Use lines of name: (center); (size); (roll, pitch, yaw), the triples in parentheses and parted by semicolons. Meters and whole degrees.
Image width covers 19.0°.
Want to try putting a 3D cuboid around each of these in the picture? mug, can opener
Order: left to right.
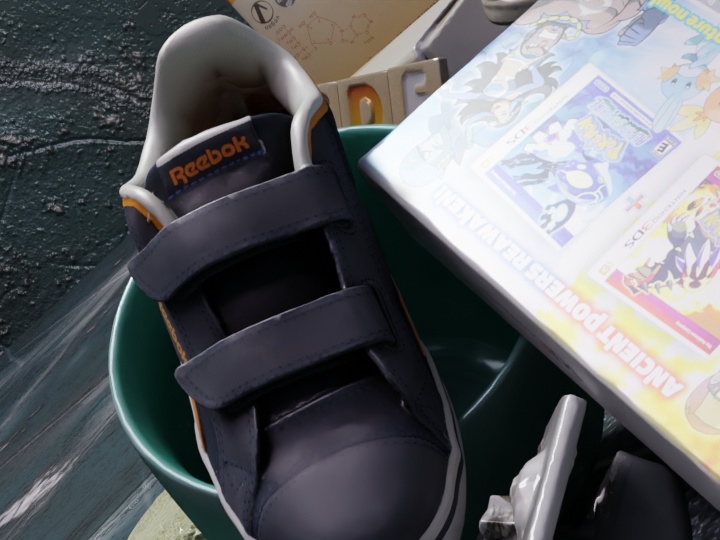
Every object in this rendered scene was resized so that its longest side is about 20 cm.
mug: (0.020, 0.044, 0.728); (0.185, 0.114, 0.152); (7, 57, 29)
can opener: (0.045, 0.116, 0.541); (0.053, 0.067, 0.200); (108, -179, -46)

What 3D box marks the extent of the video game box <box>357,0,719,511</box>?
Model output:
video game box: (0.120, -0.037, 0.615); (0.182, 0.047, 0.200); (-40, 41, -5)

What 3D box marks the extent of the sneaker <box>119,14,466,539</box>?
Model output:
sneaker: (-0.028, 0.006, 0.651); (0.078, 0.079, 0.200); (-24, 49, 4)

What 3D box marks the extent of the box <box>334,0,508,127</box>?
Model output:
box: (0.014, -0.042, 1.002); (0.200, 0.095, 0.078); (-35, 14, 44)

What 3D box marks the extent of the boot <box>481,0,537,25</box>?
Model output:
boot: (0.110, -0.197, 0.830); (0.200, 0.151, 0.073); (-28, 20, 4)

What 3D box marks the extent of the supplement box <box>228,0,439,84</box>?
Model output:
supplement box: (0.040, -0.126, 1.161); (0.126, 0.200, 0.074); (-40, 6, 27)

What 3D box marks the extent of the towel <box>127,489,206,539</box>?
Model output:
towel: (-0.051, 0.097, 1.077); (0.200, 0.036, 0.148); (-43, 10, 3)

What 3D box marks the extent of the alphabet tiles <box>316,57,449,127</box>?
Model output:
alphabet tiles: (0.000, 0.000, 0.934); (0.008, 0.167, 0.200); (-6, 0, -40)
